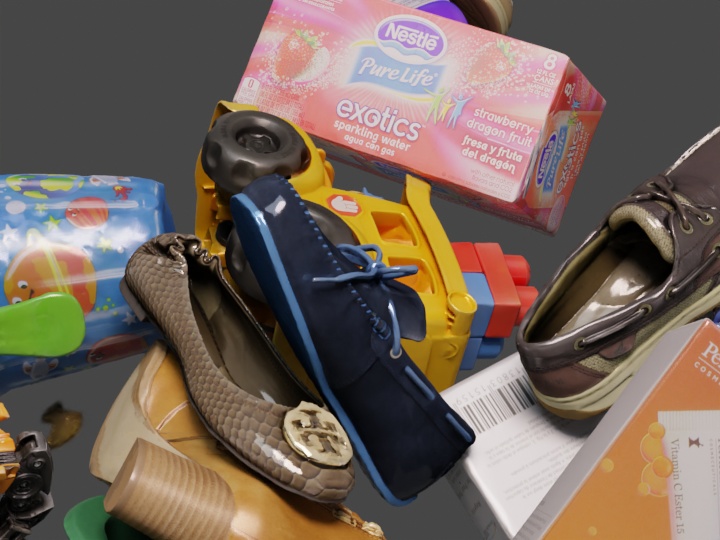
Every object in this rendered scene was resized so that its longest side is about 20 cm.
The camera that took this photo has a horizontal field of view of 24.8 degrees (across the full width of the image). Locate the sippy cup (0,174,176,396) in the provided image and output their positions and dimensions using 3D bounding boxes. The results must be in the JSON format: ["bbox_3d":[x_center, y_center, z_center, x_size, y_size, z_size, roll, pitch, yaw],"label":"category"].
[{"bbox_3d":[-0.171,0.002,0.937,0.130,0.140,0.179,-7,52,-2],"label":"sippy cup"}]

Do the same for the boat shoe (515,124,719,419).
[{"bbox_3d":[0.158,-0.011,0.857,0.073,0.065,0.200,30,75,39],"label":"boat shoe"}]

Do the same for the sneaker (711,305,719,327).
[{"bbox_3d":[0.201,0.056,0.865,0.199,0.075,0.088,-21,60,-29],"label":"sneaker"}]

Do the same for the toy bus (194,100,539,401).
[{"bbox_3d":[0.000,0.000,0.948,0.191,0.136,0.200,-2,42,-17],"label":"toy bus"}]

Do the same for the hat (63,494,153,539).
[{"bbox_3d":[-0.106,0.221,0.797,0.199,0.165,0.177,28,96,29],"label":"hat"}]

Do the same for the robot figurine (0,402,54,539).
[{"bbox_3d":[-0.233,0.125,0.771,0.144,0.200,0.058,14,35,-38],"label":"robot figurine"}]

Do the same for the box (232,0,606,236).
[{"bbox_3d":[0.037,-0.104,1.014,0.199,0.103,0.095,21,88,24],"label":"box"}]

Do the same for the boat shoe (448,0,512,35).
[{"bbox_3d":[0.050,-0.230,1.192,0.063,0.074,0.200,-32,52,-21],"label":"boat shoe"}]

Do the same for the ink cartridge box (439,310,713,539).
[{"bbox_3d":[0.158,0.105,0.890,0.199,0.044,0.174,-25,71,-20],"label":"ink cartridge box"}]

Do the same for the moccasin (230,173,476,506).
[{"bbox_3d":[-0.001,0.026,0.805,0.068,0.200,0.081,-31,39,-6],"label":"moccasin"}]

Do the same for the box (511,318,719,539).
[{"bbox_3d":[0.137,0.139,0.737,0.124,0.097,0.200,37,86,4],"label":"box"}]

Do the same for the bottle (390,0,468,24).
[{"bbox_3d":[0.033,-0.157,1.128,0.083,0.066,0.200,-29,52,-26],"label":"bottle"}]

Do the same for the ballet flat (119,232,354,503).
[{"bbox_3d":[-0.060,0.041,0.807,0.067,0.046,0.200,19,20,-43],"label":"ballet flat"}]

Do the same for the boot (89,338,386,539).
[{"bbox_3d":[-0.058,0.110,0.822,0.144,0.071,0.201,29,9,-15],"label":"boot"}]
